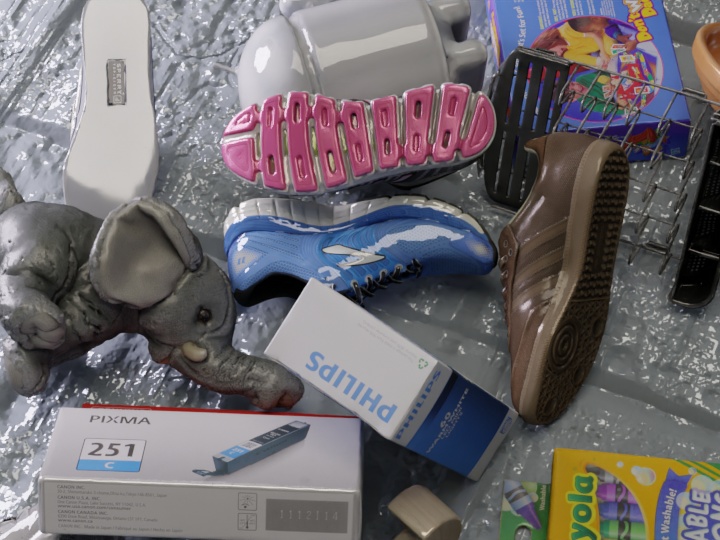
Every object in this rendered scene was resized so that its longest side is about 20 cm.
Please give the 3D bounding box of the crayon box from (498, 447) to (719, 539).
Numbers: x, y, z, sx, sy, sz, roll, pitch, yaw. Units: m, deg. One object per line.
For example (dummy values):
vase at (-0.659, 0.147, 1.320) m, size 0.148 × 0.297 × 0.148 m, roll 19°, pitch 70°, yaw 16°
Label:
crayon box at (0.187, 0.187, 1.305) m, size 0.198 × 0.052 × 0.127 m, roll 4°, pitch 55°, yaw 6°

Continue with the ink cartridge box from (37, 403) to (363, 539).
ink cartridge box at (-0.097, 0.112, 1.297) m, size 0.198 × 0.045 × 0.177 m, roll 2°, pitch 24°, yaw 0°

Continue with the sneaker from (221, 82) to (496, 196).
sneaker at (0.003, -0.088, 1.425) m, size 0.198 × 0.087 × 0.075 m, roll -7°, pitch 81°, yaw 11°

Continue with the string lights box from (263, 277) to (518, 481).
string lights box at (0.024, 0.074, 1.297) m, size 0.102 × 0.200 × 0.059 m, roll 33°, pitch 89°, yaw 22°

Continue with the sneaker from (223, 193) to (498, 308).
sneaker at (0.000, 0.000, 1.438) m, size 0.198 × 0.079 × 0.090 m, roll -2°, pitch 65°, yaw 8°

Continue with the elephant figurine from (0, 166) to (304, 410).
elephant figurine at (-0.150, 0.014, 1.393) m, size 0.198 × 0.156 × 0.142 m, roll -9°, pitch 30°, yaw -5°

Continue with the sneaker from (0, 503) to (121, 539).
sneaker at (-0.228, 0.180, 1.309) m, size 0.082 × 0.075 × 0.200 m, roll 31°, pitch 58°, yaw 28°

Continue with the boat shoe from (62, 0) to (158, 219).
boat shoe at (-0.188, -0.110, 1.518) m, size 0.071 × 0.066 × 0.202 m, roll -3°, pitch 76°, yaw -4°

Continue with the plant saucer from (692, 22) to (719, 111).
plant saucer at (0.327, -0.114, 1.469) m, size 0.199 × 0.038 × 0.201 m, roll 21°, pitch 26°, yaw -11°

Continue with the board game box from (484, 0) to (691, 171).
board game box at (0.172, -0.174, 1.563) m, size 0.133 × 0.045 × 0.201 m, roll -5°, pitch 55°, yaw -1°

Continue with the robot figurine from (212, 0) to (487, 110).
robot figurine at (-0.006, -0.145, 1.507) m, size 0.198 × 0.113 × 0.171 m, roll -14°, pitch 63°, yaw -8°

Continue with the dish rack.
dish rack at (0.175, -0.073, 1.431) m, size 0.198 × 0.155 × 0.055 m, roll 19°, pitch 36°, yaw 15°

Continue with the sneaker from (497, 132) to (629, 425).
sneaker at (0.130, 0.004, 1.395) m, size 0.075 × 0.070 × 0.202 m, roll 17°, pitch 92°, yaw 37°

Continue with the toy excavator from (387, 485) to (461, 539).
toy excavator at (-0.037, 0.223, 1.266) m, size 0.100 × 0.199 × 0.195 m, roll 39°, pitch 105°, yaw 24°
